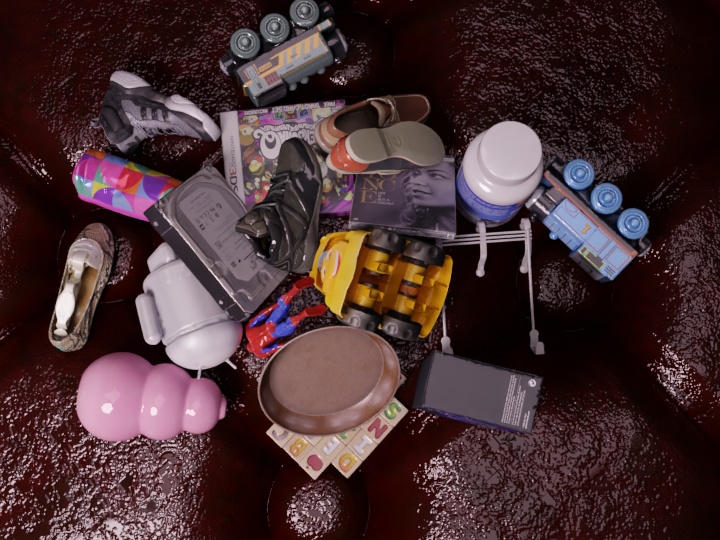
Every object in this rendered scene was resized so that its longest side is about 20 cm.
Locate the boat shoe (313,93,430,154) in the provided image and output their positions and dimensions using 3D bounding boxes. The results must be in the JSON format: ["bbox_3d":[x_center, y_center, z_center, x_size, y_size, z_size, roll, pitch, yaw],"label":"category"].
[{"bbox_3d":[0.028,-0.226,1.146,0.200,0.072,0.076,-25,88,-25],"label":"boat shoe"}]

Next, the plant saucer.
[{"bbox_3d":[-0.045,0.149,1.057,0.200,0.201,0.035,-18,37,-3],"label":"plant saucer"}]

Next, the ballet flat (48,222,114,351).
[{"bbox_3d":[-0.413,0.020,1.118,0.068,0.075,0.201,11,79,3],"label":"ballet flat"}]

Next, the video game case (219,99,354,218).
[{"bbox_3d":[-0.111,-0.165,1.173,0.199,0.036,0.182,-6,81,-1],"label":"video game case"}]

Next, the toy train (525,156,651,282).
[{"bbox_3d":[0.336,-0.078,1.133,0.200,0.087,0.114,44,88,6],"label":"toy train"}]

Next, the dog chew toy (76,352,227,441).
[{"bbox_3d":[-0.289,0.184,1.070,0.199,0.125,0.125,8,79,-7],"label":"dog chew toy"}]

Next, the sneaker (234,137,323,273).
[{"bbox_3d":[-0.116,-0.101,1.086,0.076,0.114,0.200,-2,83,42],"label":"sneaker"}]

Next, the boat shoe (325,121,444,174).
[{"bbox_3d":[0.041,-0.173,1.110,0.200,0.063,0.071,-12,78,-40],"label":"boat shoe"}]

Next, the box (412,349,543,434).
[{"bbox_3d":[0.150,0.167,1.027,0.141,0.200,0.079,16,80,4],"label":"box"}]

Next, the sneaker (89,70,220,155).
[{"bbox_3d":[-0.318,-0.219,1.166,0.200,0.075,0.114,27,81,11],"label":"sneaker"}]

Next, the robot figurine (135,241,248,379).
[{"bbox_3d":[-0.240,0.056,1.090,0.169,0.113,0.200,-15,76,-39],"label":"robot figurine"}]

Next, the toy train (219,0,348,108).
[{"bbox_3d":[-0.117,-0.340,1.187,0.200,0.085,0.114,-30,93,-7],"label":"toy train"}]

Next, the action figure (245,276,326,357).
[{"bbox_3d":[-0.113,0.075,1.060,0.052,0.200,0.066,-18,77,-41],"label":"action figure"}]

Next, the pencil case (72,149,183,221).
[{"bbox_3d":[-0.329,-0.114,1.140,0.200,0.088,0.089,21,80,6],"label":"pencil case"}]

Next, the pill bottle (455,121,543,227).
[{"bbox_3d":[0.198,-0.138,1.084,0.112,0.200,0.112,0,80,0],"label":"pill bottle"}]

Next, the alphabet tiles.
[{"bbox_3d":[-0.035,0.199,1.119,0.166,0.006,0.200,43,82,7],"label":"alphabet tiles"}]

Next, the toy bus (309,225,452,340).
[{"bbox_3d":[0.000,0.000,1.062,0.192,0.200,0.136,23,95,42],"label":"toy bus"}]

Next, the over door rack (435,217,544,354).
[{"bbox_3d":[0.184,0.028,1.124,0.147,0.067,0.201,-5,86,1],"label":"over door rack"}]

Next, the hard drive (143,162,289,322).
[{"bbox_3d":[-0.195,-0.041,1.078,0.200,0.038,0.140,53,39,-11],"label":"hard drive"}]

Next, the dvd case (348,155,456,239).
[{"bbox_3d":[0.065,-0.119,1.113,0.148,0.016,0.200,6,40,1],"label":"dvd case"}]
